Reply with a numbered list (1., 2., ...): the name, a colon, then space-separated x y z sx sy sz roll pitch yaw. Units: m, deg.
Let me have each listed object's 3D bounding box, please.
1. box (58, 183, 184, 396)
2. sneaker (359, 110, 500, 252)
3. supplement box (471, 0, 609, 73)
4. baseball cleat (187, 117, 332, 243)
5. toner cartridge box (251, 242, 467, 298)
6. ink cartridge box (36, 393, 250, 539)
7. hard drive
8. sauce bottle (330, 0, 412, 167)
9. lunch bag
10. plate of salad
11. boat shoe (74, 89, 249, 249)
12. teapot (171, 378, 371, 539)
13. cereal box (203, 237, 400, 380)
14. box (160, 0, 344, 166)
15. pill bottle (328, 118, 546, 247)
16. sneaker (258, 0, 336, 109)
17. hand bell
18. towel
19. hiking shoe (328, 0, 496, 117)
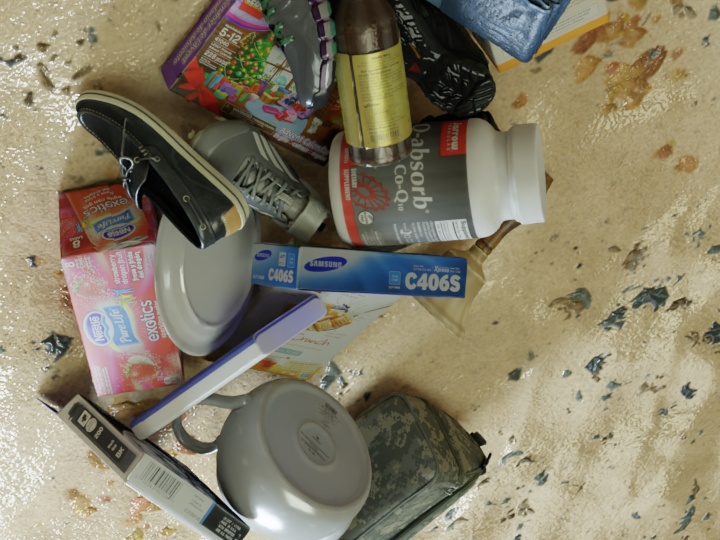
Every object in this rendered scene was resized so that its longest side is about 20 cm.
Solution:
1. box: -0.238 0.020 1.473 0.095 0.100 0.201 -9 134 -5
2. sneaker: 0.060 -0.100 1.530 0.199 0.077 0.112 -24 128 10
3. supplement box: 0.151 -0.303 1.386 0.125 0.074 0.201 -25 136 -2
4. baseball cleat: -0.084 -0.084 1.413 0.070 0.106 0.200 -54 154 6
5. toner cartridge box: 0.000 0.000 1.466 0.199 0.095 0.044 3 91 -33
6. ink cartridge box: -0.236 0.210 1.603 0.044 0.200 0.198 -52 135 -7
7. hard drive: -0.138 0.101 1.528 0.200 0.025 0.132 -35 179 33
8. sauce bottle: 0.007 -0.196 1.321 0.064 0.065 0.202 -13 116 -13
9. lunch bag: 0.047 0.254 1.806 0.200 0.140 0.167 -40 152 16
10. plate of salad: -0.156 -0.017 1.456 0.048 0.201 0.201 7 143 26
11. boat shoe: -0.192 -0.093 1.344 0.062 0.200 0.075 -46 168 -24
12. teapot: -0.097 0.228 1.674 0.197 0.201 0.146 6 145 -47
13. cereal box: -0.063 0.046 1.590 0.143 0.040 0.200 14 140 -32
14. box: -0.072 -0.194 1.407 0.199 0.039 0.137 23 117 -38
15. pill bottle: 0.076 -0.086 1.421 0.198 0.116 0.116 -5 136 12
16. sneaker: -0.075 -0.241 1.298 0.087 0.074 0.202 -7 96 -19
17. hand bell: 0.143 -0.030 1.636 0.200 0.104 0.104 -47 133 4
18. towel: 0.088 -0.267 1.309 0.049 0.199 0.112 -54 176 -26
19. hiking shoe: 0.043 -0.229 1.399 0.200 0.101 0.076 38 117 -20
